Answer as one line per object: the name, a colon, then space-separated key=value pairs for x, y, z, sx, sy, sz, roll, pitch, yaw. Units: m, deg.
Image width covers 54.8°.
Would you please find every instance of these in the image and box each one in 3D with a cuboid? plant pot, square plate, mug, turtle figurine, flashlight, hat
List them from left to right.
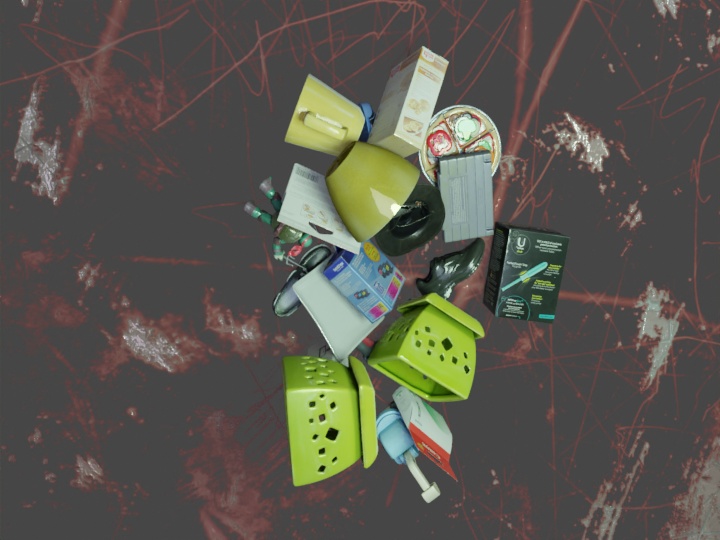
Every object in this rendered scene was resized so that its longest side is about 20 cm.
turtle figurine: x=-0.167 y=-0.108 z=1.582 sx=0.199 sy=0.101 sz=0.150 roll=42 pitch=82 yaw=1
mug: x=-0.076 y=-0.311 z=1.503 sx=0.150 sy=0.190 sz=0.150 roll=22 pitch=137 yaw=-10
plant pot: x=-0.064 y=0.290 z=1.415 sx=0.176 sy=0.199 sz=0.207 roll=-6 pitch=103 yaw=-7
square plate: x=-0.051 y=0.076 z=1.596 sx=0.028 sy=0.197 sz=0.203 roll=-26 pitch=99 yaw=45
flashlight: x=-0.008 y=0.146 z=1.665 sx=0.199 sy=0.069 sz=0.067 roll=41 pitch=123 yaw=-14
plant pot: x=0.008 y=-0.183 z=1.448 sx=0.141 sy=0.200 sz=0.201 roll=41 pitch=97 yaw=-16
hat: x=0.099 y=-0.132 z=1.586 sx=0.196 sy=0.082 sz=0.204 roll=-19 pitch=138 yaw=-17
plant pot: x=0.158 y=0.172 z=1.600 sx=0.197 sy=0.198 sz=0.185 roll=30 pitch=71 yaw=-13

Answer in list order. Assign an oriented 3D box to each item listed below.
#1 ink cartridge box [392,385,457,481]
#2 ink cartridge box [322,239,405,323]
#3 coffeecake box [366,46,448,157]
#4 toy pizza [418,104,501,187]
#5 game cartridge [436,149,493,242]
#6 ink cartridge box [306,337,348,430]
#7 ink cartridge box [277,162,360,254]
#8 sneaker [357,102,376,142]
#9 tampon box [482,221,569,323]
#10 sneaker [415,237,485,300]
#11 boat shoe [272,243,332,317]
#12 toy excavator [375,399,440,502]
ink cartridge box: x=0.163 y=0.377 z=1.634 sx=0.050 sy=0.201 sz=0.161 roll=-44 pitch=118 yaw=6
ink cartridge box: x=0.000 y=0.000 z=1.587 sx=0.200 sy=0.137 sz=0.076 roll=44 pitch=126 yaw=-10
coffeecake box: x=0.096 y=-0.348 z=1.483 sx=0.072 sy=0.153 sz=0.205 roll=22 pitch=78 yaw=-20
toy pizza: x=0.232 y=-0.276 z=1.605 sx=0.193 sy=0.032 sz=0.207 roll=-1 pitch=102 yaw=-3
game cartridge: x=0.242 y=-0.170 z=1.607 sx=0.125 sy=0.039 sz=0.205 roll=-6 pitch=117 yaw=2
ink cartridge box: x=-0.061 y=0.256 z=1.612 sx=0.083 sy=0.200 sz=0.149 roll=-28 pitch=102 yaw=5
ink cartridge box: x=-0.082 y=-0.128 z=1.547 sx=0.195 sy=0.180 sz=0.045 roll=22 pitch=142 yaw=-11
sneaker: x=0.048 y=-0.285 z=1.579 sx=0.076 sy=0.070 sz=0.206 roll=-19 pitch=98 yaw=-21
tampon box: x=0.383 y=0.002 z=1.625 sx=0.145 sy=0.126 sz=0.206 roll=7 pitch=101 yaw=-6
sneaker: x=0.212 y=-0.008 z=1.641 sx=0.091 sy=0.076 sz=0.200 roll=43 pitch=95 yaw=-7
boat shoe: x=-0.133 y=0.028 z=1.630 sx=0.075 sy=0.060 sz=0.202 roll=34 pitch=98 yaw=-10
toy excavator: x=0.108 y=0.434 z=1.659 sx=0.099 sy=0.200 sz=0.196 roll=-35 pitch=102 yaw=5
